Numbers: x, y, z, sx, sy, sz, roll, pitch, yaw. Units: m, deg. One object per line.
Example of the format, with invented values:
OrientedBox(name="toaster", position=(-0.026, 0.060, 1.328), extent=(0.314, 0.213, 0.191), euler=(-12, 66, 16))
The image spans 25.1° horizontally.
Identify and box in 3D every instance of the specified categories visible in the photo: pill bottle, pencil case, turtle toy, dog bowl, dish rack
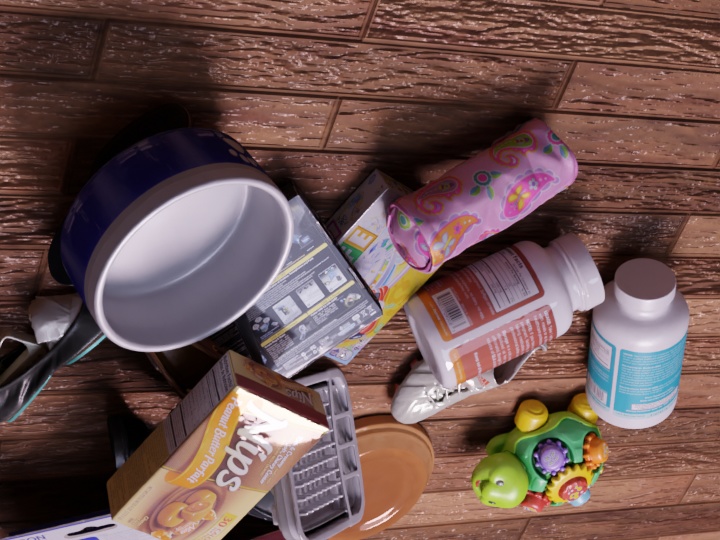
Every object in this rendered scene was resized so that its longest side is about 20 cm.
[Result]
OrientedBox(name="pill bottle", position=(0.156, 0.038, 1.742), extent=(0.199, 0.112, 0.112), euler=(-24, 137, -7))
OrientedBox(name="pencil case", position=(0.121, -0.077, 1.612), extent=(0.200, 0.087, 0.088), euler=(-32, 139, -19))
OrientedBox(name="pill bottle", position=(0.322, 0.082, 1.875), extent=(0.110, 0.111, 0.201), euler=(-16, 136, -15))
OrientedBox(name="turtle toy", position=(0.220, 0.237, 1.969), extent=(0.199, 0.101, 0.146), euler=(-5, 131, -25))
OrientedBox(name="dog bowl", position=(-0.162, -0.026, 1.437), extent=(0.199, 0.079, 0.201), euler=(-25, 144, -20))
OrientedBox(name="dish rack", position=(-0.055, 0.197, 1.715), extent=(0.043, 0.173, 0.200), euler=(-8, 180, 19))

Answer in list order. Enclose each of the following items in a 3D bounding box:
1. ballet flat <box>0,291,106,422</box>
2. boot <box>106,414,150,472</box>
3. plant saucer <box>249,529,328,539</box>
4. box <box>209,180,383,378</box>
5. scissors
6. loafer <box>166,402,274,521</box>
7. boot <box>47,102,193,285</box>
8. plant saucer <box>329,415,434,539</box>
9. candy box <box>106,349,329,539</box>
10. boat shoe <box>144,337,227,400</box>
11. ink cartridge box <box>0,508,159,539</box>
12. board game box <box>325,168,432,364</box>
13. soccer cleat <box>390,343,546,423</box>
OrientedBox(name="ballet flat", position=(-0.306, 0.071, 1.556), extent=(0.200, 0.068, 0.068), euler=(-43, 122, 13))
OrientedBox(name="boot", position=(-0.181, 0.203, 1.730), extent=(0.157, 0.080, 0.211), euler=(-17, 146, -5))
OrientedBox(name="plant saucer", position=(-0.126, 0.341, 1.862), extent=(0.200, 0.051, 0.201), euler=(-20, 168, -5))
OrientedBox(name="box", position=(-0.102, 0.033, 1.601), extent=(0.200, 0.049, 0.161), euler=(-35, 116, 4))
OrientedBox(name="scissors", position=(-0.132, 0.018, 1.551), extent=(0.073, 0.014, 0.201), euler=(-7, 99, -1))
OrientedBox(name="loafer", position=(-0.124, 0.207, 1.681), extent=(0.201, 0.070, 0.068), euler=(45, 69, -37))
OrientedBox(name="boot", position=(-0.203, -0.068, 1.498), extent=(0.200, 0.075, 0.097), euler=(-51, 155, 14))
OrientedBox(name="plant saucer", position=(0.000, 0.255, 1.913), extent=(0.199, 0.038, 0.201), euler=(-15, 134, -16))
OrientedBox(name="candy box", position=(-0.138, 0.177, 1.543), extent=(0.115, 0.055, 0.200), euler=(28, 115, -34))
OrientedBox(name="boat shoe", position=(-0.147, 0.108, 1.561), extent=(0.072, 0.068, 0.200), euler=(-40, 113, 9))
OrientedBox(name="ink cartridge box", position=(-0.263, 0.287, 1.704), extent=(0.197, 0.047, 0.200), euler=(-13, 144, 2))
OrientedBox(name="board game box", position=(0.000, 0.000, 1.678), extent=(0.134, 0.034, 0.200), euler=(27, 113, -42))
OrientedBox(name="soccer cleat", position=(0.119, 0.114, 1.817), extent=(0.200, 0.078, 0.069), euler=(-38, 137, 9))
